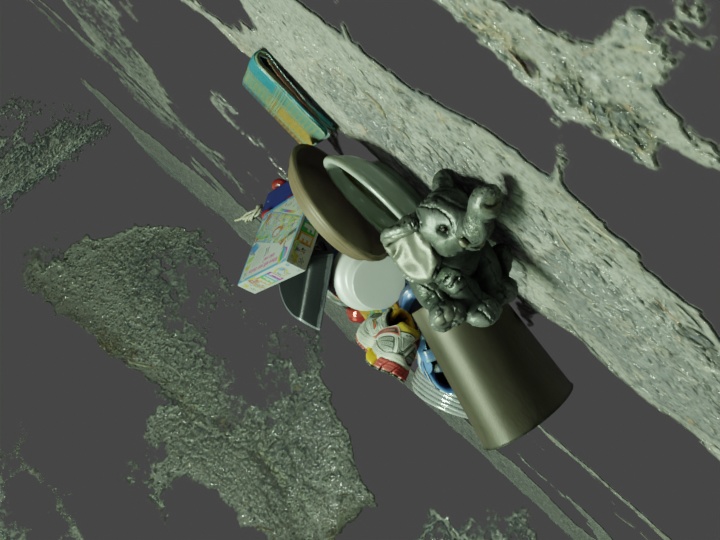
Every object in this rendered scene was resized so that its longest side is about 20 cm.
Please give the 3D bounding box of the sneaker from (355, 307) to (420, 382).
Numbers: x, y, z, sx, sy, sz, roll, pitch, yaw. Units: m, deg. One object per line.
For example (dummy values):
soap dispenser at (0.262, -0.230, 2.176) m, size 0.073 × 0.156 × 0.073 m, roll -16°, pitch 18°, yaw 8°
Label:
sneaker at (0.049, 0.093, 1.272) m, size 0.078 × 0.082 × 0.200 m, roll 28°, pitch -175°, yaw -13°

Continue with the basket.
basket at (0.169, 0.110, 1.190) m, size 0.200 × 0.136 × 0.180 m, roll 57°, pitch -149°, yaw 3°

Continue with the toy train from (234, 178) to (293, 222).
toy train at (-0.115, -0.095, 1.542) m, size 0.116 × 0.085 × 0.200 m, roll 35°, pitch 141°, yaw -28°

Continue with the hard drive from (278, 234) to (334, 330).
hard drive at (-0.089, 0.004, 1.406) m, size 0.042 × 0.136 × 0.200 m, roll 7°, pitch -166°, yaw -17°

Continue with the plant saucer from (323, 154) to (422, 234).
plant saucer at (0.038, -0.090, 1.172) m, size 0.200 × 0.050 × 0.200 m, roll 44°, pitch 174°, yaw 6°

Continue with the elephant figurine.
elephant figurine at (0.097, -0.042, 0.979) m, size 0.142 × 0.154 × 0.200 m, roll -82°, pitch -24°, yaw -44°

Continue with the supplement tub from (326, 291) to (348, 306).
supplement tub at (-0.026, -0.004, 1.583) m, size 0.123 × 0.123 × 0.200 m, roll 45°, pitch 178°, yaw -11°

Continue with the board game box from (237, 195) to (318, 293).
board game box at (-0.119, -0.047, 1.378) m, size 0.034 × 0.135 × 0.200 m, roll 27°, pitch 158°, yaw -21°

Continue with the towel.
towel at (-0.106, -0.235, 1.261) m, size 0.147 × 0.022 × 0.200 m, roll 46°, pitch 173°, yaw -9°

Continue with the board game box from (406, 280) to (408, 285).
board game box at (0.096, 0.041, 1.435) m, size 0.200 × 0.019 × 0.103 m, roll 56°, pitch 169°, yaw 3°

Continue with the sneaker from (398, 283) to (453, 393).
sneaker at (0.112, 0.098, 1.317) m, size 0.082 × 0.074 × 0.201 m, roll -116°, pitch 5°, yaw -54°

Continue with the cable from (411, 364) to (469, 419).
cable at (0.188, 0.202, 1.528) m, size 0.199 × 0.070 × 0.200 m, roll 18°, pitch -172°, yaw 4°

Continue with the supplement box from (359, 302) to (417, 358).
supplement box at (0.072, 0.092, 1.492) m, size 0.067 × 0.069 × 0.200 m, roll 60°, pitch -164°, yaw 24°

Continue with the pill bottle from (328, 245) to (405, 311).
pill bottle at (0.000, 0.000, 1.379) m, size 0.112 × 0.112 × 0.200 m, roll 46°, pitch 176°, yaw -17°

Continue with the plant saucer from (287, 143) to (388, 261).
plant saucer at (-0.033, -0.091, 1.254) m, size 0.200 × 0.029 × 0.200 m, roll 42°, pitch -155°, yaw -25°

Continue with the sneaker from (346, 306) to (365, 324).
sneaker at (0.053, 0.112, 1.612) m, size 0.078 × 0.116 × 0.199 m, roll -3°, pitch 178°, yaw 43°
